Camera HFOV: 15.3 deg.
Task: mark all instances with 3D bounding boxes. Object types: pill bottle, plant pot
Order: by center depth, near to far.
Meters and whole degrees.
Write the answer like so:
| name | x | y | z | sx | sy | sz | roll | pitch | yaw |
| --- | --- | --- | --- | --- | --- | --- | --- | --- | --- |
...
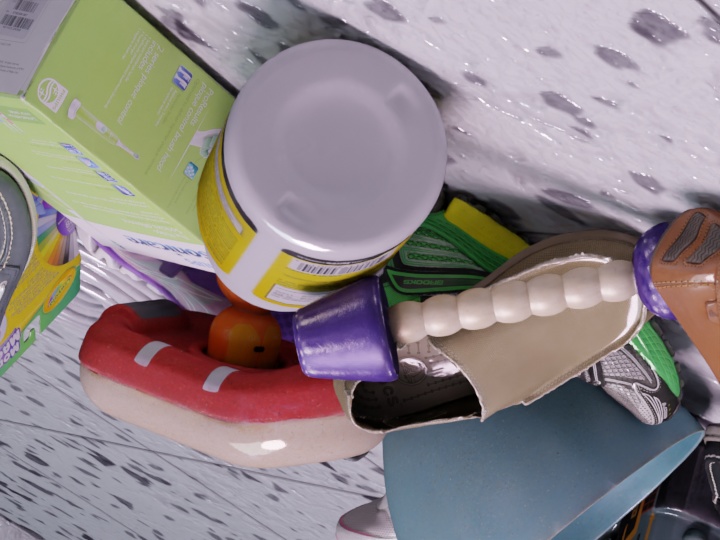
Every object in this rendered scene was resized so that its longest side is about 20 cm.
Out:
| name | x | y | z | sx | sy | sz | roll | pitch | yaw |
| --- | --- | --- | --- | --- | --- | --- | --- | --- | --- |
| pill bottle | -0.027 | -0.043 | 1.423 | 0.114 | 0.114 | 0.200 | 29 | 165 | -4 |
| plant pot | 0.091 | 0.110 | 1.631 | 0.135 | 0.200 | 0.200 | 51 | 169 | 13 |

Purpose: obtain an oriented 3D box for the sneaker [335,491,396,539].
| name | x | y | z | sx | sy | sz | roll | pitch | yaw |
| --- | --- | --- | --- | --- | --- | --- | --- | --- | --- |
| sneaker | 0.060 | 0.127 | 1.795 | 0.088 | 0.200 | 0.081 | 56 | -159 | -9 |

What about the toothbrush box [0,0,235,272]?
| name | x | y | z | sx | sy | sz | roll | pitch | yaw |
| --- | --- | --- | --- | --- | --- | --- | --- | --- | --- |
| toothbrush box | -0.151 | -0.087 | 1.545 | 0.145 | 0.086 | 0.200 | 12 | 158 | 48 |

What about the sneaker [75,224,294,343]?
| name | x | y | z | sx | sy | sz | roll | pitch | yaw |
| --- | --- | --- | --- | --- | --- | --- | --- | --- | --- |
| sneaker | -0.098 | -0.008 | 1.703 | 0.200 | 0.081 | 0.088 | 32 | 164 | 10 |

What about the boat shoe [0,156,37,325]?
| name | x | y | z | sx | sy | sz | roll | pitch | yaw |
| --- | --- | --- | --- | --- | --- | --- | --- | --- | --- |
| boat shoe | -0.240 | 0.012 | 1.603 | 0.073 | 0.062 | 0.200 | 15 | 135 | -7 |

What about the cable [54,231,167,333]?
| name | x | y | z | sx | sy | sz | roll | pitch | yaw |
| --- | --- | --- | --- | --- | --- | --- | --- | --- | --- |
| cable | -0.209 | -0.013 | 1.927 | 0.200 | 0.069 | 0.200 | 16 | 160 | 41 |

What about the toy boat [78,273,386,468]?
| name | x | y | z | sx | sy | sz | roll | pitch | yaw |
| --- | --- | --- | --- | --- | --- | --- | --- | --- | --- |
| toy boat | -0.066 | 0.038 | 1.602 | 0.200 | 0.131 | 0.130 | 18 | -166 | 32 |

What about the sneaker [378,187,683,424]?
| name | x | y | z | sx | sy | sz | roll | pitch | yaw |
| --- | --- | --- | --- | --- | --- | --- | --- | --- | --- |
| sneaker | 0.094 | 0.036 | 1.527 | 0.200 | 0.085 | 0.078 | 30 | 165 | -10 |

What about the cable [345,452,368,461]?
| name | x | y | z | sx | sy | sz | roll | pitch | yaw |
| --- | --- | --- | --- | --- | --- | --- | --- | --- | --- |
| cable | -0.042 | 0.063 | 1.839 | 0.050 | 0.097 | 0.200 | -9 | 147 | 33 |

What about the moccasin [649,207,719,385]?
| name | x | y | z | sx | sy | sz | roll | pitch | yaw |
| --- | --- | --- | --- | --- | --- | --- | --- | --- | --- |
| moccasin | 0.223 | 0.041 | 1.360 | 0.078 | 0.074 | 0.201 | 24 | 157 | 47 |

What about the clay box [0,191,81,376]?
| name | x | y | z | sx | sy | sz | roll | pitch | yaw |
| --- | --- | --- | --- | --- | --- | --- | --- | --- | --- |
| clay box | -0.235 | -0.031 | 1.689 | 0.048 | 0.115 | 0.200 | 22 | 139 | 25 |

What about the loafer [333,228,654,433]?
| name | x | y | z | sx | sy | sz | roll | pitch | yaw |
| --- | --- | --- | --- | --- | --- | --- | --- | --- | --- |
| loafer | 0.074 | 0.043 | 1.443 | 0.200 | 0.067 | 0.076 | -26 | 112 | 22 |

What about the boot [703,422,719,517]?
| name | x | y | z | sx | sy | sz | roll | pitch | yaw |
| --- | --- | --- | --- | --- | --- | --- | --- | --- | --- |
| boot | 0.242 | 0.190 | 1.631 | 0.073 | 0.154 | 0.204 | 10 | 160 | 27 |

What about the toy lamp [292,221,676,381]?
| name | x | y | z | sx | sy | sz | roll | pitch | yaw |
| --- | --- | --- | --- | --- | --- | --- | --- | --- | --- |
| toy lamp | 0.065 | 0.020 | 1.381 | 0.199 | 0.058 | 0.058 | -9 | 158 | 6 |

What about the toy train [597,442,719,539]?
| name | x | y | z | sx | sy | sz | roll | pitch | yaw |
| --- | --- | --- | --- | --- | --- | --- | --- | --- | --- |
| toy train | 0.186 | 0.200 | 1.716 | 0.085 | 0.200 | 0.114 | 26 | 152 | -10 |
